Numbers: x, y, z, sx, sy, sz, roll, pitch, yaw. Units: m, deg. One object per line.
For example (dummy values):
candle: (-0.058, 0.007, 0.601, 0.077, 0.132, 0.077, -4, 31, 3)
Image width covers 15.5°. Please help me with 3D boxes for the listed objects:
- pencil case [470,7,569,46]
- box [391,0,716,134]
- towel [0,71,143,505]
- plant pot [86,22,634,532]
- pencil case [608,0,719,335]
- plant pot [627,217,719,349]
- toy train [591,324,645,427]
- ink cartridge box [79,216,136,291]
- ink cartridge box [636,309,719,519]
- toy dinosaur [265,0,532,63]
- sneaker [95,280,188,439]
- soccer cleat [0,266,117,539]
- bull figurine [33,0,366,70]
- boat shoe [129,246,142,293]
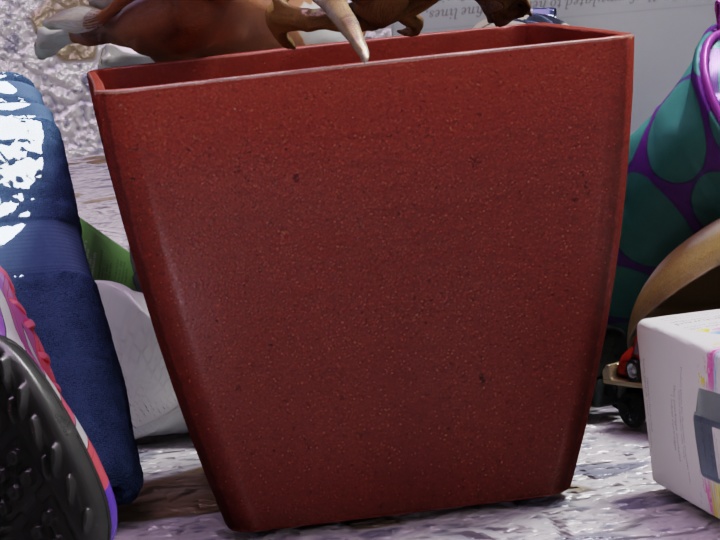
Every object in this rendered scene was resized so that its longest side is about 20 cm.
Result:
pencil case: (0.076, -0.083, 1.259, 0.089, 0.078, 0.200, -23, 5, 9)
box: (0.132, -0.070, 1.421, 0.198, 0.201, 0.131, -3, 7, 19)
towel: (-0.160, 0.012, 1.074, 0.111, 0.201, 0.049, -3, -29, -28)
plant pot: (0.000, 0.000, 1.057, 0.199, 0.177, 0.200, -6, 8, -6)
pencil case: (0.148, -0.042, 1.252, 0.085, 0.093, 0.200, -10, -19, -28)
plant pot: (0.212, -0.011, 1.220, 0.199, 0.028, 0.200, -18, -17, -5)
toy train: (0.135, 0.044, 1.124, 0.034, 0.046, 0.200, -10, 8, -31)
ink cartridge box: (-0.187, 0.002, 1.330, 0.103, 0.060, 0.200, -3, -21, 26)
ink cartridge box: (0.181, 0.053, 0.925, 0.117, 0.068, 0.200, -7, 7, -11)
toy dinosaur: (0.002, -0.115, 1.024, 0.106, 0.061, 0.200, 0, 9, 29)
sneaker: (-0.071, 0.047, 1.245, 0.199, 0.076, 0.088, 1, -6, 27)
soccer cleat: (-0.144, 0.030, 0.988, 0.200, 0.068, 0.073, 48, 28, 21)
bull figurine: (-0.072, -0.113, 1.210, 0.121, 0.065, 0.200, 3, -9, 20)
boat shoe: (-0.088, -0.015, 1.352, 0.068, 0.072, 0.200, -36, 7, 0)
